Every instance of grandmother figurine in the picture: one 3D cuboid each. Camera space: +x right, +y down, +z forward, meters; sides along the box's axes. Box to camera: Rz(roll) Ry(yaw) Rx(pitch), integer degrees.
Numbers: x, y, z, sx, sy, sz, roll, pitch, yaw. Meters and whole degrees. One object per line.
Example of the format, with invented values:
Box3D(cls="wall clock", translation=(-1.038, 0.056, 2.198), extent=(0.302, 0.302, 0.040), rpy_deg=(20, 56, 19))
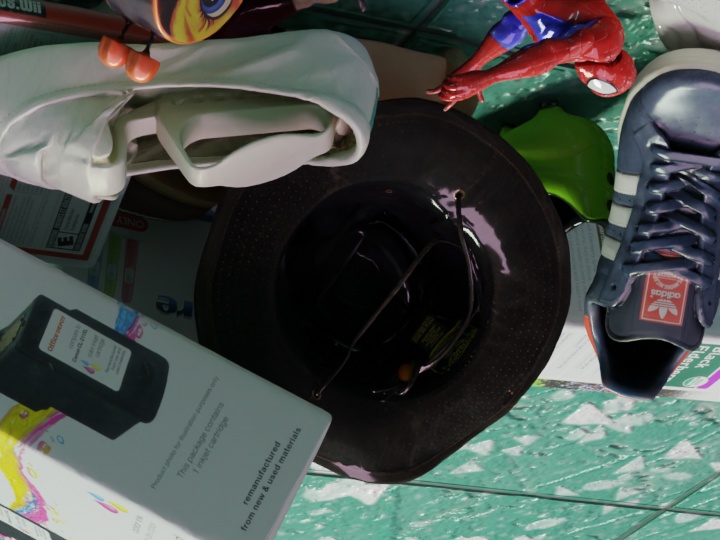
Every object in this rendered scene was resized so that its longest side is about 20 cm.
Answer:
Box3D(cls="grandmother figurine", translation=(-0.043, -0.092, 1.034), extent=(0.200, 0.061, 0.121), rpy_deg=(7, 123, -28))

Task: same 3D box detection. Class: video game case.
Box3D(cls="video game case", translation=(-0.194, -0.067, 0.964), extent=(0.200, 0.017, 0.143), rpy_deg=(8, 134, -22))

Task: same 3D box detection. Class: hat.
Box3D(cls="hat", translation=(0.000, 0.000, 1.065), extent=(0.200, 0.081, 0.201), rpy_deg=(-10, 113, -24))

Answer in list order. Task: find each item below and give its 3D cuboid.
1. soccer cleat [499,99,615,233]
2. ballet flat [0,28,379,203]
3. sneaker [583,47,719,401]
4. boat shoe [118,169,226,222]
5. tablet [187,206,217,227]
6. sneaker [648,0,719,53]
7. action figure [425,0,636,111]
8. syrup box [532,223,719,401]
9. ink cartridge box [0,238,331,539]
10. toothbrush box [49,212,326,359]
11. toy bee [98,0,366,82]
Box3D(cls="soccer cleat", translation=(0.048, -0.018, 1.169), extent=(0.200, 0.081, 0.067), rpy_deg=(-26, 147, 32))
Box3D(cls="ballet flat", translation=(-0.088, -0.062, 0.935), extent=(0.200, 0.070, 0.069), rpy_deg=(-7, 152, -7))
Box3D(cls="sneaker", translation=(0.149, -0.014, 1.049), extent=(0.075, 0.085, 0.200), rpy_deg=(10, 139, 6))
Box3D(cls="boat shoe", translation=(-0.149, -0.073, 1.036), extent=(0.070, 0.070, 0.200), rpy_deg=(-34, 134, 29))
Box3D(cls="tablet", translation=(-0.088, 0.010, 1.203), extent=(0.130, 0.014, 0.200), rpy_deg=(-11, 151, 25))
Box3D(cls="sneaker", translation=(0.155, -0.141, 0.951), extent=(0.088, 0.075, 0.200), rpy_deg=(9, 172, 30))
Box3D(cls="action figure", translation=(0.038, -0.117, 0.943), extent=(0.099, 0.065, 0.200), rpy_deg=(-44, 126, 16))
Box3D(cls="syrup box", translation=(0.151, 0.019, 1.265), extent=(0.200, 0.082, 0.079), rpy_deg=(7, 151, -22))
Box3D(cls="ink cartridge box", translation=(-0.128, 0.077, 1.007), extent=(0.200, 0.083, 0.146), rpy_deg=(28, 154, 2))
Box3D(cls="toothbrush box", translation=(-0.119, 0.049, 1.171), extent=(0.145, 0.086, 0.200), rpy_deg=(12, 153, -18))
Box3D(cls="toy bee", translation=(-0.072, -0.133, 0.875), extent=(0.200, 0.109, 0.131), rpy_deg=(42, 168, -30))
